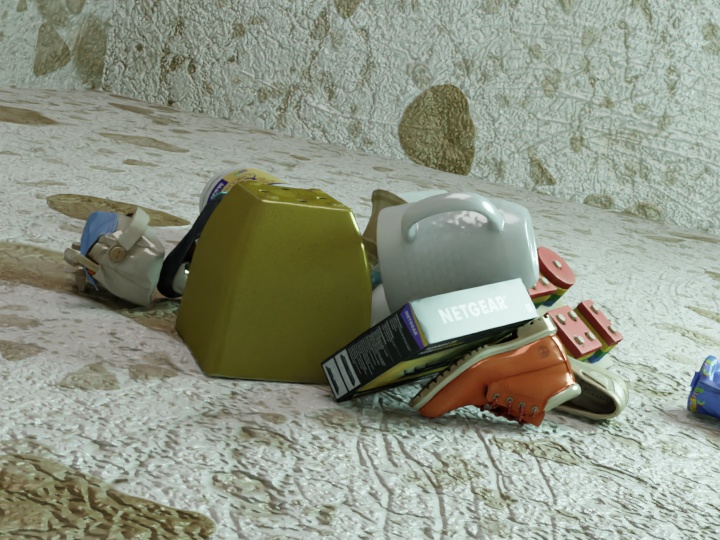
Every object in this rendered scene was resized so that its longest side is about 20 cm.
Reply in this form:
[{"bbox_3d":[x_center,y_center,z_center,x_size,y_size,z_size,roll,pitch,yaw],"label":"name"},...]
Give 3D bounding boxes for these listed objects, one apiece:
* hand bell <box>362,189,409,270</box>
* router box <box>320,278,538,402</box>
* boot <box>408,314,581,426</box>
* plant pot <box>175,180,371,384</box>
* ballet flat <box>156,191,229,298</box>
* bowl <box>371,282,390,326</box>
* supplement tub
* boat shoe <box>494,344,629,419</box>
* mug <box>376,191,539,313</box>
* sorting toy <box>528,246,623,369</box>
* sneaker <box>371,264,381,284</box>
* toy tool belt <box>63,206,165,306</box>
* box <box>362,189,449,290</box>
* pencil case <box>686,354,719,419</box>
[{"bbox_3d":[0.000,0.000,1.519,0.104,0.200,0.104,35,-16,11],"label":"hand bell"},{"bbox_3d":[0.078,0.077,1.269,0.199,0.052,0.157,-10,-20,-46],"label":"router box"},{"bbox_3d":[0.153,0.134,1.265,0.199,0.108,0.075,-22,-10,-21],"label":"boot"},{"bbox_3d":[-0.093,0.005,1.349,0.194,0.201,0.194,6,13,-22],"label":"plant pot"},{"bbox_3d":[-0.205,-0.014,1.463,0.073,0.200,0.073,24,37,-20],"label":"ballet flat"},{"bbox_3d":[0.095,0.048,1.523,0.200,0.091,0.201,6,17,-2],"label":"bowl"},{"bbox_3d":[-0.165,-0.084,1.820,0.145,0.146,0.200,3,14,-30],"label":"supplement tub"},{"bbox_3d":[0.220,0.128,1.367,0.199,0.073,0.065,20,13,17],"label":"boat shoe"},{"bbox_3d":[0.115,-0.030,1.361,0.174,0.148,0.200,-9,-31,14],"label":"mug"},{"bbox_3d":[0.246,0.051,1.503,0.199,0.070,0.200,52,29,18],"label":"sorting toy"},{"bbox_3d":[-0.030,0.018,1.610,0.199,0.082,0.074,2,0,9],"label":"sneaker"},{"bbox_3d":[-0.333,-0.030,1.496,0.122,0.126,0.200,15,9,-22],"label":"toy tool belt"},{"bbox_3d":[0.089,-0.028,1.718,0.106,0.153,0.200,34,23,25],"label":"box"},{"bbox_3d":[0.500,0.166,1.398,0.199,0.078,0.087,18,-8,36],"label":"pencil case"}]
